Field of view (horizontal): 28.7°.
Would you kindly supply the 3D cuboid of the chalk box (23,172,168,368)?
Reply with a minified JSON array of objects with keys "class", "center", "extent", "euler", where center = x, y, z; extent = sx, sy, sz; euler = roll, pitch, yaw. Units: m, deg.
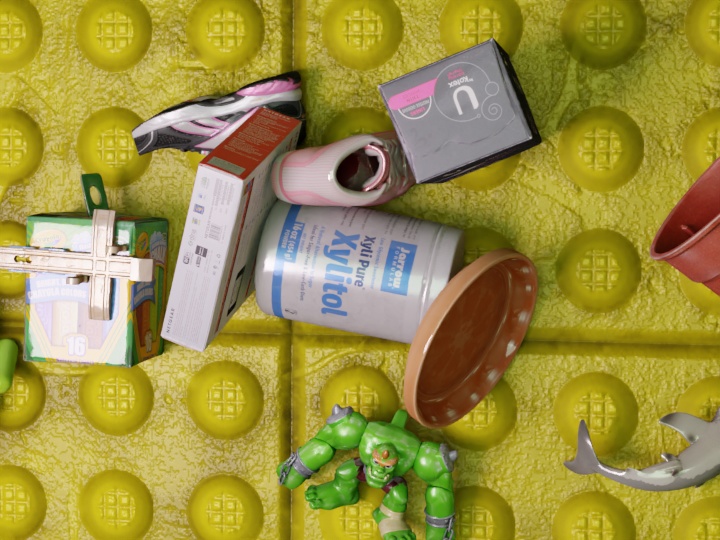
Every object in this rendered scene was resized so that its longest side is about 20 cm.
[{"class":"chalk box","center":[-0.283,-0.004,1.522],"extent":[0.124,0.125,0.200],"euler":[4,96,10]}]

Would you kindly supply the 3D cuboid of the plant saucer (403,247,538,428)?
[{"class":"plant saucer","center":[0.109,0.067,1.427],"extent":[0.032,0.200,0.201],"euler":[31,99,30]}]

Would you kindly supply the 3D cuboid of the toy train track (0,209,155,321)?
[{"class":"toy train track","center":[-0.311,-0.008,1.448],"extent":[0.200,0.033,0.115],"euler":[4,95,11]}]

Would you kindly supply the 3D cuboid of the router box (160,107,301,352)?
[{"class":"router box","center":[-0.130,-0.044,1.435],"extent":[0.049,0.180,0.200],"euler":[20,118,8]}]

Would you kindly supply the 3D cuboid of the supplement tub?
[{"class":"supplement tub","center":[0.000,0.000,1.469],"extent":[0.200,0.132,0.132],"euler":[10,96,10]}]

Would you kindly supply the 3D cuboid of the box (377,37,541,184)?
[{"class":"box","center":[0.104,-0.155,1.404],"extent":[0.122,0.200,0.106],"euler":[-22,90,10]}]

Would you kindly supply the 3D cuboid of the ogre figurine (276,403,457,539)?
[{"class":"ogre figurine","center":[0.018,0.215,1.503],"extent":[0.200,0.098,0.120],"euler":[29,117,22]}]

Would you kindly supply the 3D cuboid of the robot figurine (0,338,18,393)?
[{"class":"robot figurine","center":[-0.475,0.105,1.567],"extent":[0.175,0.116,0.200],"euler":[-3,94,-2]}]

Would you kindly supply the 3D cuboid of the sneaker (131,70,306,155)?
[{"class":"sneaker","center":[-0.151,-0.147,1.515],"extent":[0.200,0.080,0.086],"euler":[-13,102,16]}]

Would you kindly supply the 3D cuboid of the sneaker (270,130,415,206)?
[{"class":"sneaker","center":[0.016,-0.102,1.420],"extent":[0.105,0.200,0.075],"euler":[-1,98,47]}]

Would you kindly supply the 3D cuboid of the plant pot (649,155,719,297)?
[{"class":"plant pot","center":[0.423,-0.022,1.373],"extent":[0.195,0.201,0.201],"euler":[42,100,-4]}]

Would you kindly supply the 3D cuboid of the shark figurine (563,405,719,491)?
[{"class":"shark figurine","center":[0.326,0.203,1.457],"extent":[0.214,0.090,0.128],"euler":[-19,57,3]}]
